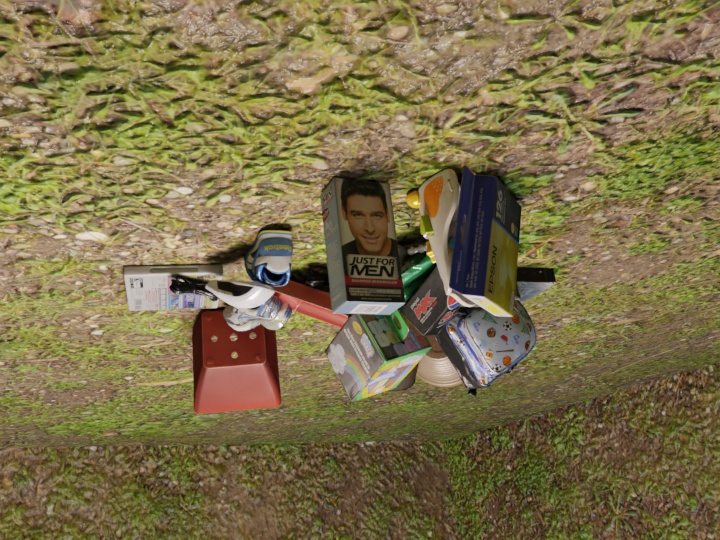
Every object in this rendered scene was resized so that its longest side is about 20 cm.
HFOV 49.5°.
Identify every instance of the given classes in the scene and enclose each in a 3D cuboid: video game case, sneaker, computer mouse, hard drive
[{"bbox_3d":[-0.367,0.035,1.536,0.180,0.022,0.200,-1,158,-14],"label":"video game case"},{"bbox_3d":[-0.167,-0.004,1.408,0.073,0.083,0.200,-3,161,-16],"label":"sneaker"},{"bbox_3d":[-0.245,0.043,1.427,0.198,0.044,0.109,3,167,34],"label":"computer mouse"},{"bbox_3d":[0.314,0.035,1.738,0.198,0.038,0.140,1,159,-23],"label":"hard drive"},{"bbox_3d":[0.000,0.000,1.506,0.199,0.044,0.109,-20,156,32],"label":"computer mouse"},{"bbox_3d":[-0.228,0.071,1.619,0.199,0.077,0.085,-8,134,44],"label":"sneaker"}]

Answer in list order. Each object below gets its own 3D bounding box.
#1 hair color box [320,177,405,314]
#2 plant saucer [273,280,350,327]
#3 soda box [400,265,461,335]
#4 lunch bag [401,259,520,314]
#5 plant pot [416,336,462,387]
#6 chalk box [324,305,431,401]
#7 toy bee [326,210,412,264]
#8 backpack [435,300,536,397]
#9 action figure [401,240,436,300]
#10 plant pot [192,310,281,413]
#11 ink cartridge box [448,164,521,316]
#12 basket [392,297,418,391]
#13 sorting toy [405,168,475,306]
[{"bbox_3d":[0.002,-0.037,1.203,0.098,0.202,0.061,3,158,-25],"label":"hair color box"},{"bbox_3d":[-0.082,0.072,1.604,0.198,0.037,0.200,18,168,21],"label":"plant saucer"},{"bbox_3d":[0.165,0.024,1.421,0.201,0.071,0.063,-53,155,17],"label":"soda box"},{"bbox_3d":[0.189,0.022,1.551,0.199,0.119,0.163,-14,163,35],"label":"lunch bag"},{"bbox_3d":[0.186,0.159,1.782,0.199,0.203,0.093,-13,162,15],"label":"plant pot"},{"bbox_3d":[0.042,0.140,1.507,0.123,0.125,0.200,-11,150,-39],"label":"chalk box"},{"bbox_3d":[-0.002,-0.023,1.367,0.130,0.110,0.200,17,151,-10],"label":"toy bee"},{"bbox_3d":[0.277,0.137,1.673,0.190,0.201,0.154,-32,-176,-28],"label":"backpack"},{"bbox_3d":[0.118,-0.022,1.431,0.200,0.055,0.118,-44,159,24],"label":"action figure"},{"bbox_3d":[-0.280,0.187,1.747,0.198,0.201,0.177,-3,150,-10],"label":"plant pot"},{"bbox_3d":[0.208,-0.043,1.257,0.047,0.200,0.200,2,167,27],"label":"ink cartridge box"},{"bbox_3d":[0.068,0.139,1.705,0.179,0.136,0.201,20,123,0],"label":"basket"},{"bbox_3d":[0.152,-0.038,1.280,0.106,0.182,0.200,-15,158,23],"label":"sorting toy"}]
